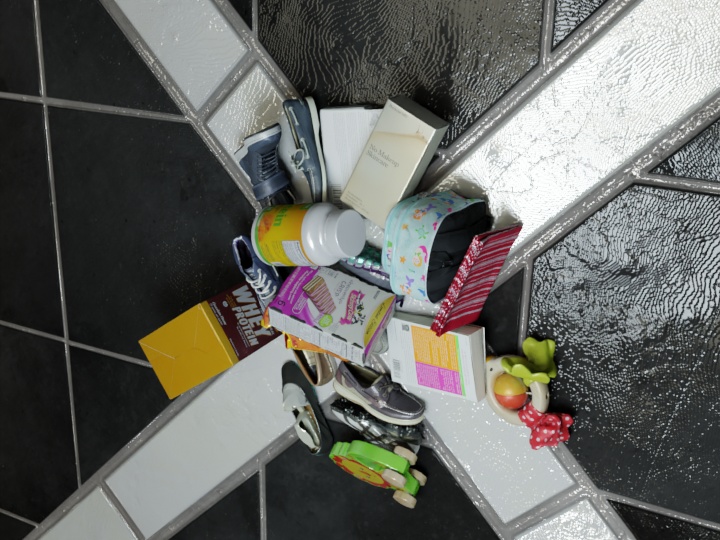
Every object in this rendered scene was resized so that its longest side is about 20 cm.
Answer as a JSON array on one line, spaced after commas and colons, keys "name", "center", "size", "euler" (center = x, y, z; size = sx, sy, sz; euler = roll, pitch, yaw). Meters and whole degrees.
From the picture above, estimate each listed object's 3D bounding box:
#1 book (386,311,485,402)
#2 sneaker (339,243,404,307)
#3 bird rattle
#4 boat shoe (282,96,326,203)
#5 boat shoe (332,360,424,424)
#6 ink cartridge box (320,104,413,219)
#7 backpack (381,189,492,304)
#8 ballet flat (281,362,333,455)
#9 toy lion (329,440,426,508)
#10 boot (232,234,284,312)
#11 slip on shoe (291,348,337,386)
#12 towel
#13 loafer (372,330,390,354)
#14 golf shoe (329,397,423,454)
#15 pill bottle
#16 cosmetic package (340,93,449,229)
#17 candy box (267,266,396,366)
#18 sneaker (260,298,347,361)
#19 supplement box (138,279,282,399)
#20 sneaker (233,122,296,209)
[{"name": "book", "center": [0.134, 0.157, 1.700], "size": [0.198, 0.048, 0.135], "euler": [10, 112, 41]}, {"name": "sneaker", "center": [0.000, 0.000, 1.732], "size": [0.198, 0.074, 0.088], "euler": [26, 122, 19]}, {"name": "bird rattle", "center": [0.292, 0.217, 1.643], "size": [0.162, 0.112, 0.202], "euler": [6, 120, 43]}, {"name": "boat shoe", "center": [-0.101, -0.215, 1.696], "size": [0.061, 0.075, 0.203], "euler": [-10, 95, -13]}, {"name": "boat shoe", "center": [0.034, 0.231, 1.788], "size": [0.198, 0.072, 0.066], "euler": [24, 124, 28]}, {"name": "ink cartridge box", "center": [0.018, -0.194, 1.673], "size": [0.172, 0.044, 0.203], "euler": [2, 107, 24]}, {"name": "backpack", "center": [0.119, -0.040, 1.572], "size": [0.149, 0.200, 0.180], "euler": [16, 114, 24]}, {"name": "ballet flat", "center": [-0.116, 0.284, 1.892], "size": [0.068, 0.068, 0.202], "euler": [-26, 92, 33]}, {"name": "toy lion", "center": [0.024, 0.376, 1.793], "size": [0.190, 0.069, 0.201], "euler": [19, 156, 22]}, {"name": "boot", "center": [-0.191, 0.026, 1.809], "size": [0.072, 0.090, 0.202], "euler": [-29, 77, 19]}, {"name": "slip on shoe", "center": [-0.114, 0.136, 1.846], "size": [0.075, 0.060, 0.202], "euler": [-20, 96, 33]}, {"name": "towel", "center": [0.198, 0.017, 1.580], "size": [0.022, 0.144, 0.202], "euler": [38, 122, 26]}, {"name": "loafer", "center": [-0.031, 0.095, 1.779], "size": [0.199, 0.070, 0.070], "euler": [35, 116, 15]}, {"name": "golf shoe", "center": [0.024, 0.314, 1.818], "size": [0.198, 0.078, 0.096], "euler": [19, 115, 24]}, {"name": "pill bottle", "center": [-0.091, -0.064, 1.664], "size": [0.198, 0.111, 0.113], "euler": [0, 107, 40]}, {"name": "cosmetic package", "center": [0.057, -0.185, 1.593], "size": [0.103, 0.073, 0.201], "euler": [33, 118, 13]}, {"name": "candy box", "center": [-0.051, 0.071, 1.696], "size": [0.198, 0.137, 0.061], "euler": [22, 145, 14]}, {"name": "sneaker", "center": [-0.103, 0.127, 1.789], "size": [0.199, 0.073, 0.078], "euler": [31, 85, -15]}, {"name": "supplement box", "center": [-0.289, 0.129, 1.860], "size": [0.196, 0.200, 0.134], "euler": [-29, 91, 33]}, {"name": "sneaker", "center": [-0.162, -0.184, 1.722], "size": [0.147, 0.076, 0.202], "euler": [64, 162, -1]}]
